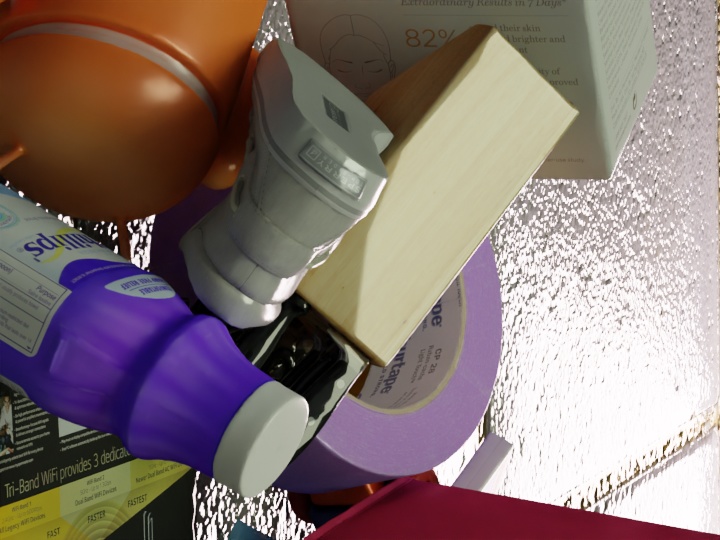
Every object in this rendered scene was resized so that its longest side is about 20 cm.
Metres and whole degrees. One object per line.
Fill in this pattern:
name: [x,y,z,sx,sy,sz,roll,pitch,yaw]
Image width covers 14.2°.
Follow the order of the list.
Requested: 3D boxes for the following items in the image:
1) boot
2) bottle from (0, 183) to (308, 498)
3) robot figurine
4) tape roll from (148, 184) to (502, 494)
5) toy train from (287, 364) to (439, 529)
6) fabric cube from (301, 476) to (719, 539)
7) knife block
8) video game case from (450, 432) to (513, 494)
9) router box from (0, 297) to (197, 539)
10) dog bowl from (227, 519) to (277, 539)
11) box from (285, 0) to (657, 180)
boot: [-0.040,-0.037,1.255,0.096,0.074,0.200,-50,-172,11]
bottle: [-0.114,0.024,1.181,0.084,0.200,0.065,-9,126,-64]
robot figurine: [-0.107,-0.107,1.289,0.144,0.117,0.200,83,20,-59]
tape roll: [-0.015,0.011,1.477,0.200,0.066,0.200,16,67,-45]
toy train: [-0.017,0.095,1.551,0.116,0.085,0.200,57,41,-36]
fabric cube: [0.067,0.230,1.387,0.196,0.199,0.200,-28,123,-62]
knife block: [0.000,0.000,1.319,0.064,0.200,0.176,42,34,-24]
video game case: [0.016,0.195,1.577,0.200,0.017,0.143,-51,166,-34]
router box: [-0.142,0.101,1.304,0.200,0.052,0.157,-14,105,-64]
dog bowl: [-0.064,0.226,1.432,0.111,0.050,0.200,93,12,-75]
box: [0.049,-0.155,1.382,0.106,0.152,0.200,-61,148,-52]
